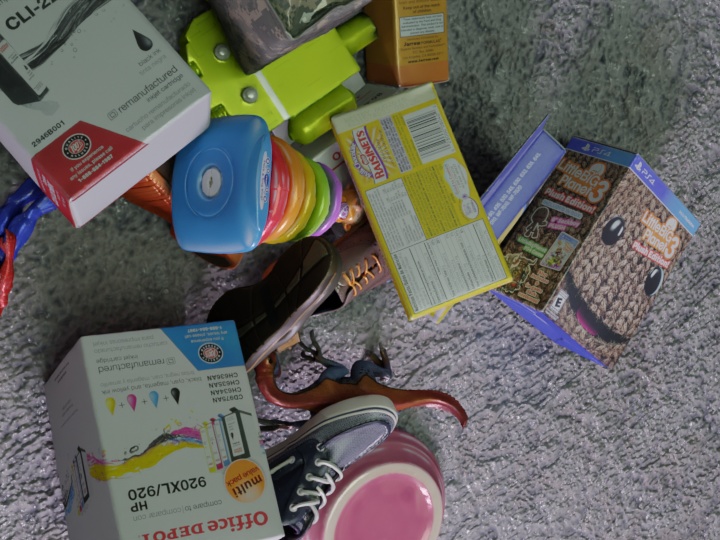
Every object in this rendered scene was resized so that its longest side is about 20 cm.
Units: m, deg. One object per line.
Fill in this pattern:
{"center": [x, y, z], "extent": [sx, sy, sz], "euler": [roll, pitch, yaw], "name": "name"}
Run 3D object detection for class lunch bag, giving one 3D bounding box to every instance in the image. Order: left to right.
{"center": [-0.086, -0.283, 0.976], "extent": [0.118, 0.164, 0.200], "euler": [-33, 98, -16], "name": "lunch bag"}

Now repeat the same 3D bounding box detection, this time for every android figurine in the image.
{"center": [-0.083, -0.203, 1.085], "extent": [0.200, 0.041, 0.182], "euler": [-35, 102, -19], "name": "android figurine"}

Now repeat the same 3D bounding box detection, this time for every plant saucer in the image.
{"center": [0.014, 0.272, 1.282], "extent": [0.200, 0.051, 0.201], "euler": [-8, 107, -28], "name": "plant saucer"}

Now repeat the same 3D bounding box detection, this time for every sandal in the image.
{"center": [-0.074, 0.036, 1.063], "extent": [0.055, 0.082, 0.200], "euler": [11, 140, -41], "name": "sandal"}

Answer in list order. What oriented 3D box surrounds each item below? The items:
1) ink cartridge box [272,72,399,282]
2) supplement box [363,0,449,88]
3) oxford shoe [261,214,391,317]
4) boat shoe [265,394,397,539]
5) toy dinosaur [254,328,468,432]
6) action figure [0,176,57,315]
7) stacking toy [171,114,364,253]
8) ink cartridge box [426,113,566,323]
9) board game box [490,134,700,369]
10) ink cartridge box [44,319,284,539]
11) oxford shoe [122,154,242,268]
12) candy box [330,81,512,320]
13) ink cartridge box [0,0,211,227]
{"center": [0.006, -0.102, 1.166], "extent": [0.116, 0.067, 0.200], "euler": [-40, 120, -14], "name": "ink cartridge box"}
{"center": [0.042, -0.282, 1.140], "extent": [0.069, 0.067, 0.200], "euler": [-14, 110, -27], "name": "supplement box"}
{"center": [0.000, 0.000, 1.120], "extent": [0.200, 0.073, 0.071], "euler": [-27, 118, 9], "name": "oxford shoe"}
{"center": [-0.045, 0.202, 1.120], "extent": [0.200, 0.093, 0.075], "euler": [-31, 133, 10], "name": "boat shoe"}
{"center": [-0.018, 0.111, 1.168], "extent": [0.181, 0.200, 0.105], "euler": [3, 86, -63], "name": "toy dinosaur"}
{"center": [-0.308, -0.026, 1.006], "extent": [0.052, 0.065, 0.200], "euler": [30, 85, -55], "name": "action figure"}
{"center": [-0.061, -0.064, 1.048], "extent": [0.200, 0.110, 0.116], "euler": [8, 85, -49], "name": "stacking toy"}
{"center": [0.130, -0.046, 1.189], "extent": [0.047, 0.200, 0.198], "euler": [38, 82, 3], "name": "ink cartridge box"}
{"center": [0.260, -0.019, 1.309], "extent": [0.159, 0.097, 0.200], "euler": [35, 84, -40], "name": "board game box"}
{"center": [-0.177, 0.166, 1.034], "extent": [0.147, 0.145, 0.200], "euler": [-5, 70, -30], "name": "ink cartridge box"}
{"center": [-0.170, -0.087, 1.067], "extent": [0.200, 0.071, 0.073], "euler": [47, 62, -37], "name": "oxford shoe"}
{"center": [0.055, -0.064, 1.073], "extent": [0.102, 0.026, 0.200], "euler": [-21, 83, -5], "name": "candy box"}
{"center": [-0.238, -0.160, 0.941], "extent": [0.144, 0.084, 0.200], "euler": [-41, 85, -15], "name": "ink cartridge box"}
